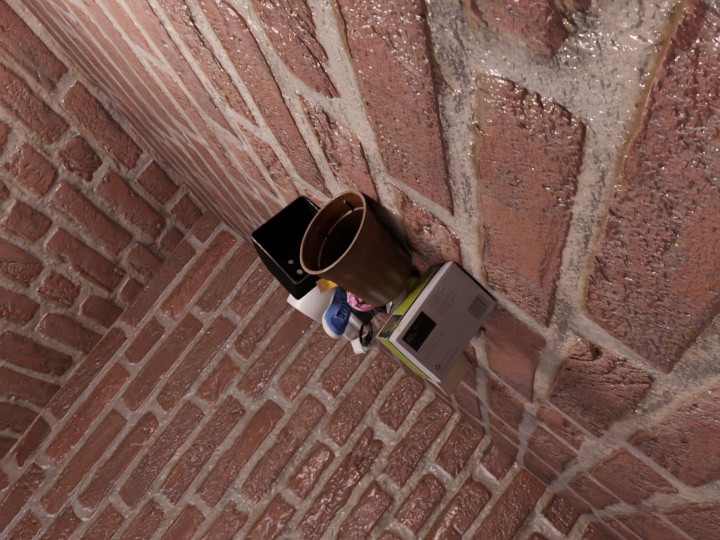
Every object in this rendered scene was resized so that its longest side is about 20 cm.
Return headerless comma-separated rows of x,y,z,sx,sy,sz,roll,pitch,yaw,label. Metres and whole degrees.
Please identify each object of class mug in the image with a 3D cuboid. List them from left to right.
-0.140,0.043,1.993,0.198,0.179,0.146,32,178,-43,mug

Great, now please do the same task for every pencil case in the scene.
0.008,0.057,1.676,0.084,0.085,0.200,20,-179,-1,pencil case

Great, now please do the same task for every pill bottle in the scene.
-0.003,0.110,2.006,0.113,0.202,0.114,37,171,7,pill bottle

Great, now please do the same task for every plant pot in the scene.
-0.168,-0.040,1.794,0.199,0.199,0.179,42,153,19,plant pot
0.002,-0.033,1.424,0.197,0.203,0.199,37,174,-33,plant pot

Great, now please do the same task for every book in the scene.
0.077,0.026,1.641,0.200,0.046,0.138,99,157,-79,book

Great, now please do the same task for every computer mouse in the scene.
0.052,0.128,1.889,0.058,0.204,0.034,29,178,10,computer mouse

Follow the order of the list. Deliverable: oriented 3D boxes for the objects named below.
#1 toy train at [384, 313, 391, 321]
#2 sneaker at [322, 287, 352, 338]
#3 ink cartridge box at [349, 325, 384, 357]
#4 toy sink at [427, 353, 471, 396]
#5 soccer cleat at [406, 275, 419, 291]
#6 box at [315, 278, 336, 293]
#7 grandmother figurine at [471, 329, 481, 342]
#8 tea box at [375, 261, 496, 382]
0.129,0.137,1.968,0.146,0.057,0.200,23,168,13,toy train
-0.047,0.096,1.858,0.075,0.112,0.202,30,-147,-9,sneaker
0.039,0.211,1.999,0.049,0.142,0.200,65,164,3,ink cartridge box
0.240,0.274,2.007,0.111,0.132,0.200,31,168,42,toy sink
0.122,0.056,1.668,0.082,0.066,0.201,28,169,14,soccer cleat
-0.033,0.001,1.703,0.042,0.117,0.199,59,154,1,box
0.221,0.110,1.549,0.199,0.060,0.123,40,-147,-29,grandmother figurine
0.154,0.106,1.372,0.133,0.202,0.197,40,172,-6,tea box
